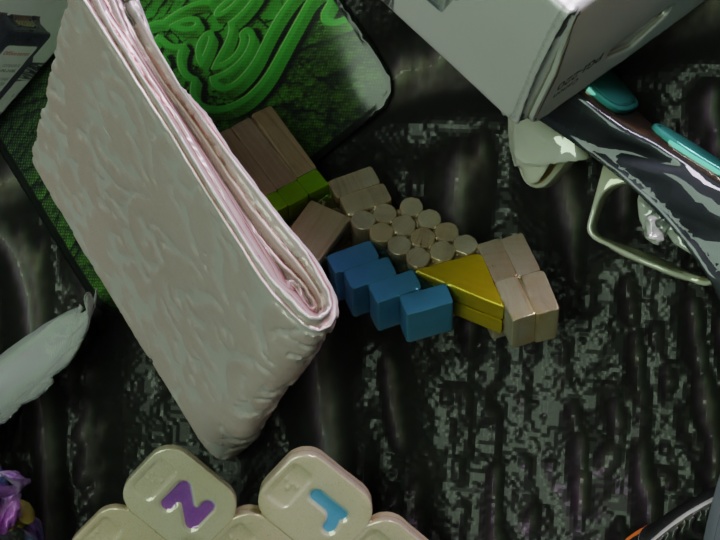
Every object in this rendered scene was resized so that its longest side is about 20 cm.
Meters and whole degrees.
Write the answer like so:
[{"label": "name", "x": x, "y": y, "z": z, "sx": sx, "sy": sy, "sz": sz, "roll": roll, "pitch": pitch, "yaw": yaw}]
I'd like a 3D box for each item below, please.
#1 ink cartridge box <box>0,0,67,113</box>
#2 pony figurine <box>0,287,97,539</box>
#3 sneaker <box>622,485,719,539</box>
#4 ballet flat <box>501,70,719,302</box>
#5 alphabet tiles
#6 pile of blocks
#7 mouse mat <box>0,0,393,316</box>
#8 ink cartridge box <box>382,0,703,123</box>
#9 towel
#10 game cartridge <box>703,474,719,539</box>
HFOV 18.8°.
[{"label": "ink cartridge box", "x": -0.233, "y": -0.145, "z": 1.108, "sx": 0.200, "sy": 0.084, "sz": 0.145, "roll": -46, "pitch": 70, "yaw": 15}, {"label": "pony figurine", "x": -0.207, "y": 0.111, "z": 1.078, "sx": 0.193, "sy": 0.167, "sz": 0.200, "roll": -23, "pitch": 97, "yaw": 28}, {"label": "sneaker", "x": 0.124, "y": 0.144, "z": 0.975, "sx": 0.200, "sy": 0.090, "sz": 0.070, "roll": -32, "pitch": 104, "yaw": -6}, {"label": "ballet flat", "x": 0.113, "y": -0.052, "z": 0.983, "sx": 0.200, "sy": 0.073, "sz": 0.073, "roll": 40, "pitch": 103, "yaw": 15}, {"label": "alphabet tiles", "x": -0.056, "y": 0.178, "z": 1.031, "sx": 0.196, "sy": 0.015, "sz": 0.200, "roll": 40, "pitch": 104, "yaw": -13}, {"label": "pile of blocks", "x": 0.000, "y": 0.000, "z": 1.024, "sx": 0.200, "sy": 0.062, "sz": 0.082, "roll": 27, "pitch": 60, "yaw": 21}, {"label": "mouse mat", "x": -0.097, "y": -0.093, "z": 1.099, "sx": 0.200, "sy": 0.008, "sz": 0.161, "roll": -38, "pitch": 77, "yaw": 16}, {"label": "ink cartridge box", "x": 0.057, "y": -0.181, "z": 0.959, "sx": 0.200, "sy": 0.146, "sz": 0.085, "roll": 45, "pitch": 149, "yaw": 15}, {"label": "towel", "x": -0.086, "y": -0.019, "z": 1.007, "sx": 0.032, "sy": 0.200, "sz": 0.191, "roll": -28, "pitch": 79, "yaw": -22}, {"label": "game cartridge", "x": 0.216, "y": 0.111, "z": 0.924, "sx": 0.133, "sy": 0.040, "sz": 0.201, "roll": 13, "pitch": 95, "yaw": -8}]
